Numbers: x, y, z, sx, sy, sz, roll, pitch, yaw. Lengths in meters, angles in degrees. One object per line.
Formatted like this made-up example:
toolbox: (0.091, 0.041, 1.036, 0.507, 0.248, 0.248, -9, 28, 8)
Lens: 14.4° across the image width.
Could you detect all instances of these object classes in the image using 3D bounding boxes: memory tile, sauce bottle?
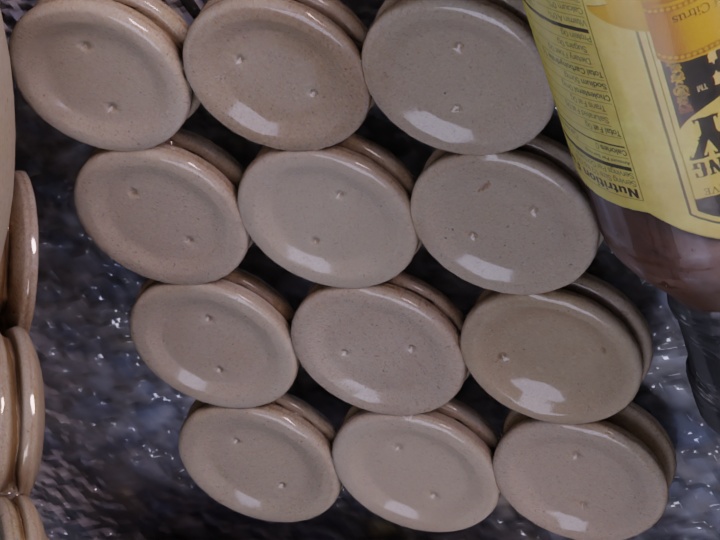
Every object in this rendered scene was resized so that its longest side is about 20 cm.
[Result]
memory tile: (0.000, 0.000, 0.782, 0.153, 0.017, 0.200, 1, 133, 22)
memory tile: (-0.114, 0.077, 0.820, 0.017, 0.153, 0.200, 1, 149, -17)
sauce bottle: (0.080, -0.041, 0.683, 0.065, 0.065, 0.200, -1, 135, 24)

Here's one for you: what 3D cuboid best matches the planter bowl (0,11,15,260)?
planter bowl: (-0.168, -0.056, 0.695, 0.200, 0.200, 0.135, 25, 112, -3)
